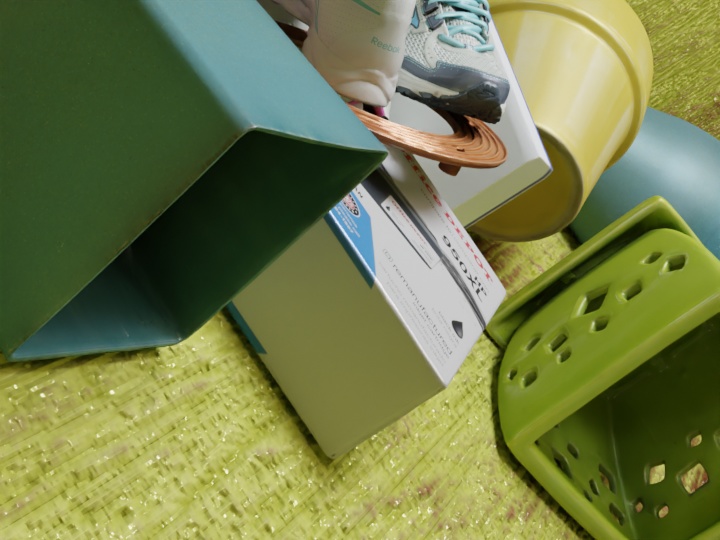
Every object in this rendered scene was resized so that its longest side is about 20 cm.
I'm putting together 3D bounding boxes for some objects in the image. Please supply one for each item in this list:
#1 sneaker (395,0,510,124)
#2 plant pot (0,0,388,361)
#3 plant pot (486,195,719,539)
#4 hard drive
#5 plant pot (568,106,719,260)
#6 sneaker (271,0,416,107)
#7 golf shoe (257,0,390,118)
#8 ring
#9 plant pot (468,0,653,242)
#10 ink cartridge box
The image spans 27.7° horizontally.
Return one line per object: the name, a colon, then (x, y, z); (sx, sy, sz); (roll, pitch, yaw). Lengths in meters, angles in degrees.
sneaker: (0.046, -0.160, 0.937); (0.077, 0.087, 0.200); (15, 20, -26)
plant pot: (-0.120, -0.085, 0.636); (0.200, 0.141, 0.141); (53, 18, 14)
plant pot: (0.219, 0.078, 1.105); (0.199, 0.200, 0.182); (45, 16, -30)
hard drive: (0.057, -0.113, 1.087); (0.025, 0.132, 0.201); (38, 27, -43)
plant pot: (0.300, -0.082, 1.558); (0.188, 0.200, 0.200); (37, 24, -10)
sneaker: (-0.009, -0.179, 0.896); (0.070, 0.080, 0.201); (12, 30, -29)
golf shoe: (-0.035, -0.146, 1.013); (0.200, 0.075, 0.092); (31, 35, -49)
ring: (-0.003, -0.107, 0.895); (0.200, 0.019, 0.201); (23, 19, -8)
plant pot: (0.142, -0.130, 1.254); (0.201, 0.200, 0.189); (48, 37, -24)
ink cartridge box: (0.000, 0.000, 0.853); (0.145, 0.084, 0.200); (56, 19, -3)
